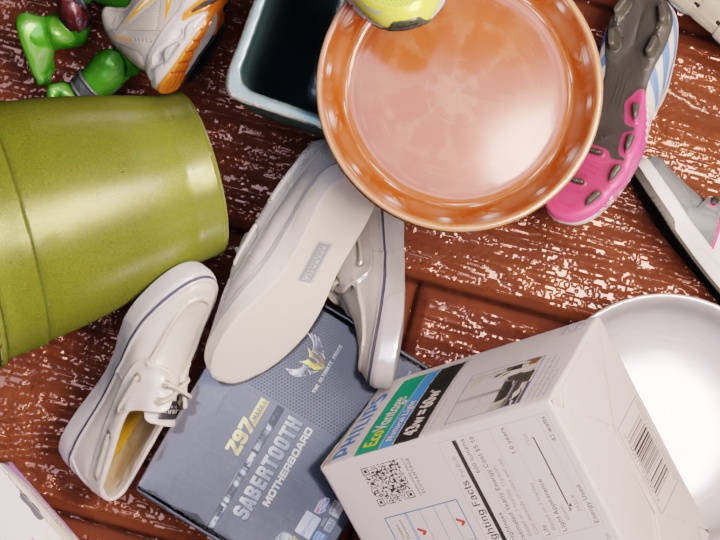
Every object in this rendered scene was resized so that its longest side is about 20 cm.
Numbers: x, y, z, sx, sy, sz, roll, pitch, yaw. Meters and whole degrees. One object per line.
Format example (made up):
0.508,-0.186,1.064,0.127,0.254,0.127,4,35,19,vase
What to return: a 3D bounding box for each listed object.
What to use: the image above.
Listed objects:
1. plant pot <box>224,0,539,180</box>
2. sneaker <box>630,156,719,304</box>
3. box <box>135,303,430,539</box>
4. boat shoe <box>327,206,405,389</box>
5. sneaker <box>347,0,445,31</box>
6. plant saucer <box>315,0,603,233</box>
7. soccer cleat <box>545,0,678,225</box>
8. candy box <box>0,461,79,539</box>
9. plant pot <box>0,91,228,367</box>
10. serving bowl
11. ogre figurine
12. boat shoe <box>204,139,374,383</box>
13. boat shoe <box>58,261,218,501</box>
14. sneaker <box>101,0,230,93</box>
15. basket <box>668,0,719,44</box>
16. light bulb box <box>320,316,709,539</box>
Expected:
0.021,-0.176,1.570,0.195,0.200,0.197,19,84,0,plant pot
0.310,-0.036,1.620,0.121,0.084,0.200,-41,94,1,sneaker
-0.058,0.124,1.617,0.157,0.051,0.201,31,84,2,box
0.000,0.000,1.590,0.065,0.072,0.201,3,60,-3,boat shoe
0.013,-0.258,1.414,0.078,0.090,0.201,-10,68,0,sneaker
0.068,-0.126,1.451,0.199,0.032,0.202,0,84,-1,plant saucer
0.203,-0.118,1.622,0.070,0.086,0.201,18,78,23,soccer cleat
-0.292,0.273,1.589,0.200,0.072,0.168,-41,87,-4,candy box
-0.208,-0.051,1.573,0.192,0.200,0.201,-17,85,-15,plant pot
0.231,0.120,1.616,0.199,0.066,0.201,0,84,-2,serving bowl
-0.211,-0.220,1.623,0.119,0.098,0.201,-12,74,9,ogre figurine
-0.063,-0.008,1.561,0.072,0.069,0.201,9,120,-37,boat shoe
-0.157,0.088,1.575,0.070,0.071,0.200,45,110,33,boat shoe
-0.124,-0.234,1.533,0.092,0.076,0.200,38,104,10,sneaker
0.328,-0.262,1.624,0.176,0.139,0.200,39,49,3,basket
0.114,0.168,1.512,0.199,0.125,0.199,-18,108,32,light bulb box
